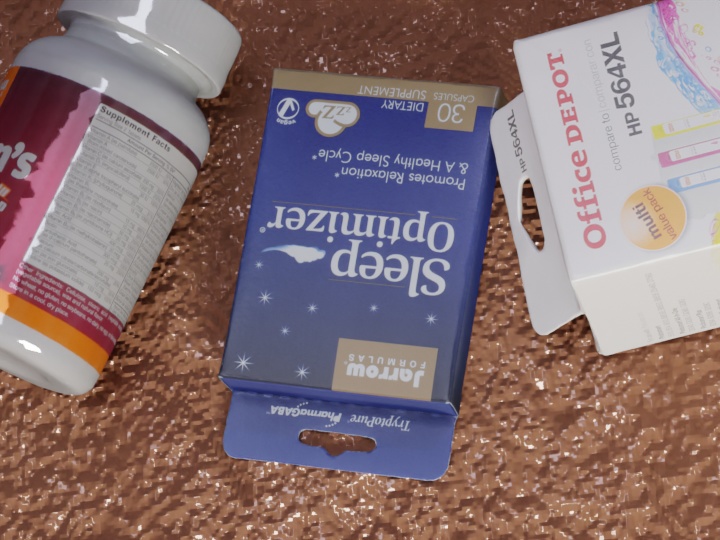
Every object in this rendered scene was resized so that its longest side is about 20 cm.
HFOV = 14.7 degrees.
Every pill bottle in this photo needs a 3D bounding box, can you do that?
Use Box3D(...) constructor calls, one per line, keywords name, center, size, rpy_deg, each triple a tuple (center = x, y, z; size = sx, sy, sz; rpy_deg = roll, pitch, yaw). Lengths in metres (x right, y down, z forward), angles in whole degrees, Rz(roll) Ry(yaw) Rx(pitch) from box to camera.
Box3D(name="pill bottle", center=(-0.142, -0.048, 1.404), size=(0.109, 0.110, 0.201), rpy_deg=(21, 78, 18))

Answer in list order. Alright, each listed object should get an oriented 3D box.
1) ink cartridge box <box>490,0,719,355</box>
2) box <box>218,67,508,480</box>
Box3D(name="ink cartridge box", center=(0.164, -0.050, 1.330), size=(0.199, 0.125, 0.129), rpy_deg=(-15, 70, 7))
Box3D(name="box", center=(0.000, 0.000, 1.401), size=(0.121, 0.032, 0.201), rpy_deg=(5, 75, 14))
